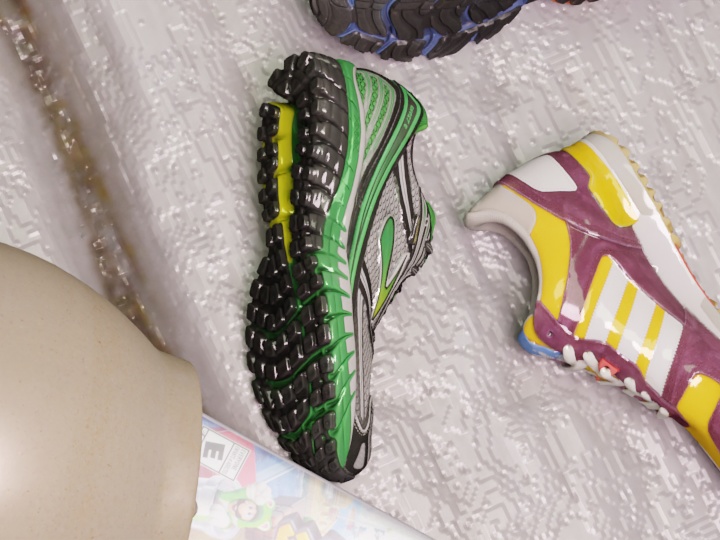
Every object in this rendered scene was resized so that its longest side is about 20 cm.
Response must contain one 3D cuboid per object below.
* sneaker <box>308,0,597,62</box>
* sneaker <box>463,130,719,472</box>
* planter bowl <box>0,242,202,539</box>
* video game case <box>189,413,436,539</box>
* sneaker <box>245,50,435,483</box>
[{"bbox_3d":[0.061,-0.163,1.272,0.200,0.075,0.079,-18,69,-23],"label":"sneaker"},{"bbox_3d":[0.127,0.036,1.224,0.090,0.075,0.200,-28,74,-9],"label":"sneaker"},{"bbox_3d":[-0.144,0.086,1.093,0.134,0.200,0.201,9,72,-15],"label":"planter bowl"},{"bbox_3d":[-0.023,0.173,1.171,0.200,0.018,0.143,29,75,-1],"label":"video game case"},{"bbox_3d":[0.000,0.000,1.203,0.085,0.078,0.201,8,81,-29],"label":"sneaker"}]
